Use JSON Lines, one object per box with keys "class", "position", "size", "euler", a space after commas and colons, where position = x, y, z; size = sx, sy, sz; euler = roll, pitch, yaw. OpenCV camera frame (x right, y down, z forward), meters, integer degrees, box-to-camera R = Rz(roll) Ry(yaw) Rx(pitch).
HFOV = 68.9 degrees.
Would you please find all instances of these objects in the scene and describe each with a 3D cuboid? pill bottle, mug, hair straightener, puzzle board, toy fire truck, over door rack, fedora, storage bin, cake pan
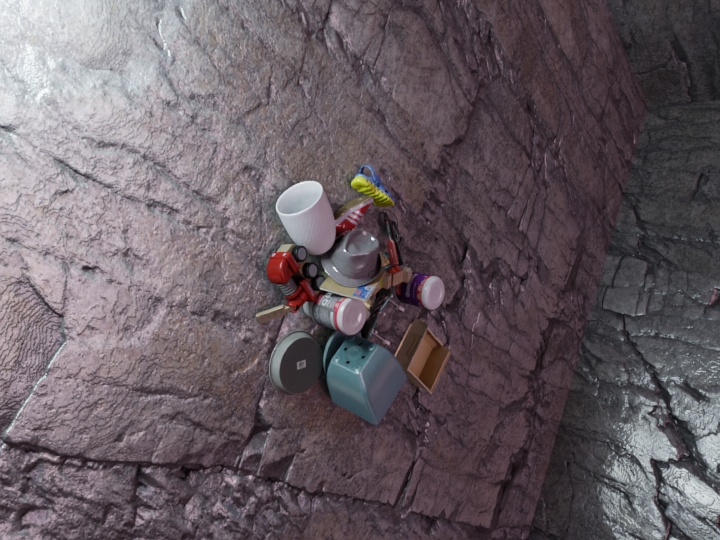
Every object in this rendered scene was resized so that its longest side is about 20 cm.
{"class": "pill bottle", "position": [0.191, 0.065, 1.840], "size": [0.110, 0.197, 0.116], "euler": [-9, 104, -42]}
{"class": "mug", "position": [-0.141, -0.159, 1.531], "size": [0.203, 0.143, 0.178], "euler": [-79, 154, -44]}
{"class": "pill bottle", "position": [-0.084, 0.119, 1.580], "size": [0.109, 0.197, 0.114], "euler": [-9, 104, -42]}
{"class": "hair straightener", "position": [0.114, -0.114, 1.809], "size": [0.076, 0.040, 0.206], "euler": [-4, 76, -50]}
{"class": "puzzle board", "position": [-0.020, 0.030, 1.576], "size": [0.201, 0.147, 0.018], "euler": [-54, 156, -59]}
{"class": "toy fire truck", "position": [-0.221, 0.050, 1.507], "size": [0.202, 0.126, 0.178], "euler": [-57, 131, -33]}
{"class": "over door rack", "position": [0.079, 0.159, 1.840], "size": [0.199, 0.066, 0.151], "euler": [39, 71, -41]}
{"class": "fedora", "position": [-0.013, -0.053, 1.555], "size": [0.197, 0.177, 0.091], "euler": [-25, 154, -38]}
{"class": "storage bin", "position": [0.238, 0.325, 2.005], "size": [0.200, 0.092, 0.201], "euler": [46, 66, -38]}
{"class": "cake pan", "position": [-0.191, 0.289, 1.618], "size": [0.197, 0.036, 0.207], "euler": [-9, 103, -43]}

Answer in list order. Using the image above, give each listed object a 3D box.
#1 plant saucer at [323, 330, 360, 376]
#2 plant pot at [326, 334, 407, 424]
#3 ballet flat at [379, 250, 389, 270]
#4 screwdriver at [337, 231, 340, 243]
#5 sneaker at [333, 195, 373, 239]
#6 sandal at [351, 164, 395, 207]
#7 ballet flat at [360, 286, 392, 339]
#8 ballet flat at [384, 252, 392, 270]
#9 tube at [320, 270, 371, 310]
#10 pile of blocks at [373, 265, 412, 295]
{"class": "plant saucer", "position": [-0.069, 0.252, 1.708], "size": [0.200, 0.038, 0.206], "euler": [-39, 139, -44]}
{"class": "plant pot", "position": [0.007, 0.318, 1.655], "size": [0.197, 0.193, 0.203], "euler": [-50, 140, -29]}
{"class": "ballet flat", "position": [0.000, 0.000, 1.695], "size": [0.196, 0.071, 0.071], "euler": [-29, 125, 11]}
{"class": "screwdriver", "position": [-0.076, -0.026, 1.656], "size": [0.029, 0.027, 0.206], "euler": [-22, 127, -62]}
{"class": "sneaker", "position": [-0.023, -0.152, 1.682], "size": [0.198, 0.071, 0.115], "euler": [-36, 117, -25]}
{"class": "sandal", "position": [0.052, -0.278, 1.733], "size": [0.199, 0.078, 0.090], "euler": [35, 59, -46]}
{"class": "ballet flat", "position": [0.036, 0.135, 1.744], "size": [0.068, 0.068, 0.203], "euler": [33, 65, -7]}
{"class": "ballet flat", "position": [0.051, -0.023, 1.782], "size": [0.196, 0.073, 0.077], "euler": [-1, 98, -42]}
{"class": "tube", "position": [-0.054, 0.067, 1.657], "size": [0.197, 0.052, 0.059], "euler": [31, 86, -25]}
{"class": "pile of blocks", "position": [0.088, 0.014, 1.756], "size": [0.196, 0.082, 0.064], "euler": [-18, 128, -26]}
